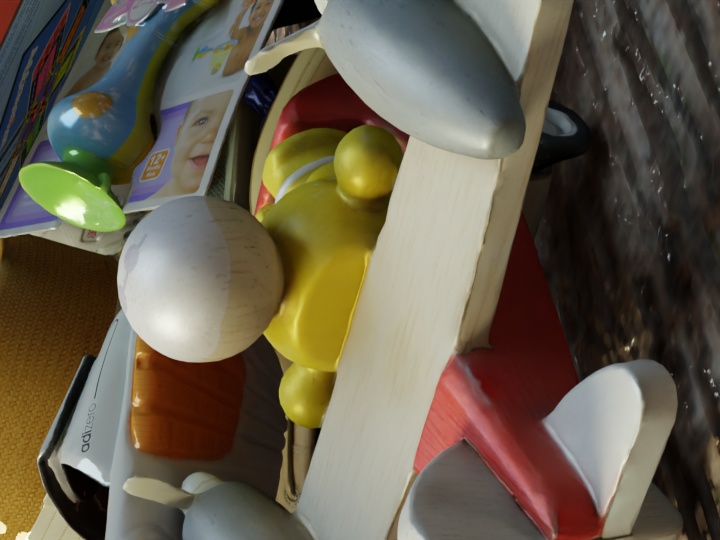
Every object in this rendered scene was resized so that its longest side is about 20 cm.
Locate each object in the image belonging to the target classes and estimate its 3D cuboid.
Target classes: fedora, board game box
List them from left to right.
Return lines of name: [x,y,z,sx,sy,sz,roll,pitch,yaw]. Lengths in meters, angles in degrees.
fedora: [-0.126,0.052,0.892,0.201,0.081,0.201,-54,22,33]
board game box: [-0.104,-0.103,0.831,0.103,0.019,0.201,59,-126,-81]

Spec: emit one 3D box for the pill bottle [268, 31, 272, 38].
pill bottle: [-0.081,-0.144,1.073,0.201,0.112,0.112,-65,10,-22]

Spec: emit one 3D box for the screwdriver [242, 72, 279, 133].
screwdriver: [-0.054,-0.090,0.941,0.200,0.029,0.028,51,128,20]

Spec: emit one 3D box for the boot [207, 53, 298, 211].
boot: [-0.055,0.031,0.985,0.155,0.072,0.201,133,146,-62]

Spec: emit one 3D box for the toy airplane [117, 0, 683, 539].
toy airplane: [0.004,0.019,0.651,0.199,0.140,0.201,147,130,-70]

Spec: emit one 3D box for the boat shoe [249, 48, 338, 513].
boat shoe: [0.000,0.000,0.847,0.064,0.071,0.201,24,105,38]

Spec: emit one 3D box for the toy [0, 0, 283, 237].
toy: [-0.060,-0.108,0.767,0.115,0.047,0.201,-8,56,49]

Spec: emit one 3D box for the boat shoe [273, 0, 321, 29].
boat shoe: [-0.030,-0.140,0.940,0.200,0.074,0.067,110,142,-83]

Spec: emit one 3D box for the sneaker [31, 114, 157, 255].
sneaker: [-0.108,-0.033,0.974,0.201,0.099,0.075,90,-157,-46]

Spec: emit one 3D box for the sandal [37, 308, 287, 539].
sandal: [-0.071,0.075,0.749,0.059,0.079,0.207,-21,38,23]
